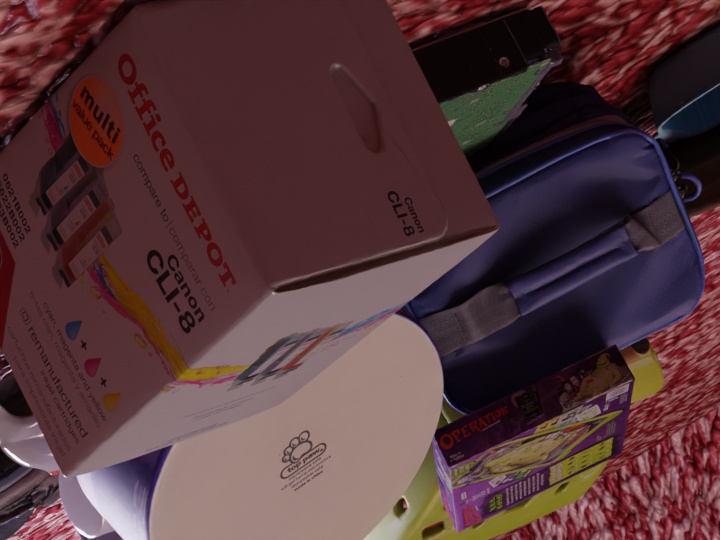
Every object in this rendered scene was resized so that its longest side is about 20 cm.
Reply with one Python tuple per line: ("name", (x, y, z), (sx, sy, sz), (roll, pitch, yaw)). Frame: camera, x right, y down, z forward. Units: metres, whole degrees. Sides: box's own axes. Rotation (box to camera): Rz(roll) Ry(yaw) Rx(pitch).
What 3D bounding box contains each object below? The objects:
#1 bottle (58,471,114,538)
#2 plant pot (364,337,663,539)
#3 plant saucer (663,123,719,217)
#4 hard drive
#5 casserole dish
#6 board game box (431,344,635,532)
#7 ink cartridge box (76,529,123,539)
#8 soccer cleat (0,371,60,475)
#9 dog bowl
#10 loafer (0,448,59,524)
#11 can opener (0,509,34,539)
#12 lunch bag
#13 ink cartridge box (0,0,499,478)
("bottle", (-0.082, 0.104, 1.577), (0.199, 0.065, 0.084), (-19, 146, -35))
("plant pot", (0.071, 0.059, 1.789), (0.198, 0.201, 0.182), (-17, 159, -35))
("plant saucer", (0.252, -0.090, 1.794), (0.199, 0.030, 0.200), (-28, -168, 6))
("hard drive", (0.001, -0.072, 1.440), (0.199, 0.038, 0.140), (-22, 167, -23))
("casserole dish", (0.264, -0.146, 1.710), (0.199, 0.039, 0.121), (-33, 167, 21))
("board game box", (0.103, 0.103, 1.605), (0.119, 0.032, 0.200), (-29, 165, -5))
("ink cartridge box", (-0.118, 0.134, 1.797), (0.083, 0.147, 0.200), (-30, 167, 22))
("soccer cleat", (-0.132, 0.045, 1.580), (0.199, 0.069, 0.078), (-35, 137, -4))
("dog bowl", (-0.054, 0.081, 1.465), (0.199, 0.079, 0.201), (-26, 137, -26))
("loafer", (-0.188, 0.118, 1.654), (0.199, 0.063, 0.072), (-37, -155, -9))
("can opener", (-0.263, 0.169, 1.710), (0.053, 0.067, 0.200), (-39, -173, 35))
("lunch bag", (0.106, -0.013, 1.565), (0.199, 0.137, 0.132), (-27, -156, -3))
("ink cartridge box", (-0.067, -0.023, 1.225), (0.144, 0.146, 0.200), (-16, 163, -42))
